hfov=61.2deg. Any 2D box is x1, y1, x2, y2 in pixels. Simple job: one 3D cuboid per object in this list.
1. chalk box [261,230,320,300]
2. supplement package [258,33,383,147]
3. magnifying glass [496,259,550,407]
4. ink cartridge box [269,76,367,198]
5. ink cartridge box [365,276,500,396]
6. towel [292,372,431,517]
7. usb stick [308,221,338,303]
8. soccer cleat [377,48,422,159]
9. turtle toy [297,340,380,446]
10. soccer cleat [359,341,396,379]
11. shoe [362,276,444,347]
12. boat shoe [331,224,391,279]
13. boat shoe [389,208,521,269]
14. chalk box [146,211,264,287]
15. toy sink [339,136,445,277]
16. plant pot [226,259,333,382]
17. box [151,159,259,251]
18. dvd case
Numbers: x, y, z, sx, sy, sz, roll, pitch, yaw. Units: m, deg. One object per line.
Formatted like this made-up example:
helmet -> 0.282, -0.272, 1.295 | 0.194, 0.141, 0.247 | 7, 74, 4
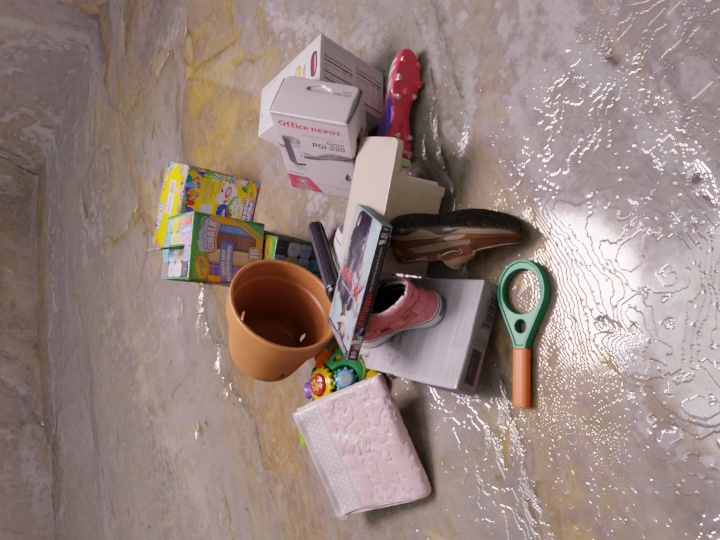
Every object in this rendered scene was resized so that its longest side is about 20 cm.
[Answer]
chalk box -> -0.158, -0.006, 1.230 | 0.198, 0.123, 0.127 | 18, 97, 50
supplement package -> -0.076, -0.313, 1.151 | 0.198, 0.154, 0.113 | -25, 56, 44
magnifying glass -> 0.227, 0.087, 0.852 | 0.079, 0.022, 0.205 | -5, 78, 48
ink cartridge box -> -0.063, -0.226, 1.061 | 0.142, 0.201, 0.086 | 12, 60, 13
ink cartridge box -> 0.108, 0.093, 0.938 | 0.198, 0.056, 0.166 | -1, 68, 54
towel -> -0.002, 0.292, 0.994 | 0.189, 0.032, 0.203 | -26, 87, 27
usb stick -> -0.065, -0.017, 1.128 | 0.202, 0.032, 0.056 | -110, 6, -47
soccer cleat -> 0.061, -0.285, 1.072 | 0.076, 0.066, 0.205 | 4, 89, 53
turtle toy -> -0.048, 0.224, 1.082 | 0.145, 0.100, 0.204 | 33, 108, 46
soccer cleat -> 0.011, 0.114, 1.046 | 0.199, 0.070, 0.087 | 29, 84, 46
shoe -> 0.028, 0.062, 0.939 | 0.198, 0.090, 0.073 | -21, 53, 41
boat shoe -> 0.000, 0.000, 1.096 | 0.066, 0.072, 0.202 | -63, 33, 30
boat shoe -> 0.138, -0.044, 0.900 | 0.195, 0.076, 0.075 | 0, 116, 17
chalk box -> -0.298, -0.039, 1.153 | 0.123, 0.197, 0.127 | 0, 83, 48
toy sink -> 0.055, -0.105, 0.997 | 0.130, 0.110, 0.205 | 21, 103, 59
plant pot -> -0.154, 0.102, 1.086 | 0.141, 0.197, 0.202 | -60, 45, 39
box -> -0.365, -0.134, 1.436 | 0.121, 0.190, 0.205 | 20, 98, 47
dvd case -> -0.005, 0.013, 0.918 | 0.146, 0.022, 0.204 | -129, 50, -67
